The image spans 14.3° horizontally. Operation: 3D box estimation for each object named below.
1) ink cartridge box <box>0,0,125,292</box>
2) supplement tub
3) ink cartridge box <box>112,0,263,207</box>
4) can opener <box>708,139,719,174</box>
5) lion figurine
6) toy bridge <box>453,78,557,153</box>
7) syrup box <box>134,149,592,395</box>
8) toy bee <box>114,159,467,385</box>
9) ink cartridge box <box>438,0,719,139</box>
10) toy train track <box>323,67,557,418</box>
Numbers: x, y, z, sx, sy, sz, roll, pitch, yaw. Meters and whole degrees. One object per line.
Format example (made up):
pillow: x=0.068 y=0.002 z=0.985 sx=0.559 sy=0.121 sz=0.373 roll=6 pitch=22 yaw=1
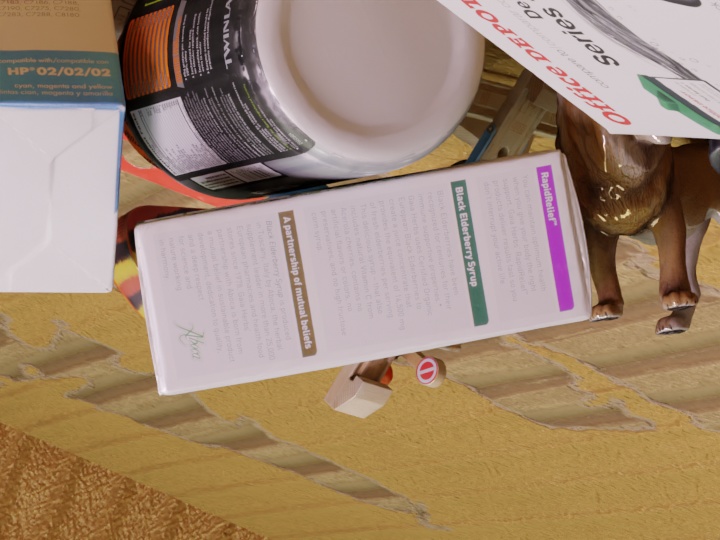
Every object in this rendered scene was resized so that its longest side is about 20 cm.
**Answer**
ink cartridge box: x=-0.156 y=-0.097 z=1.397 sx=0.067 sy=0.201 sz=0.116 roll=0 pitch=131 yaw=-11
supplement tub: x=-0.037 y=-0.098 z=1.339 sx=0.122 sy=0.123 sz=0.200 roll=27 pitch=166 yaw=-22
ink cartridge box: x=-0.124 y=-0.088 z=1.566 sx=0.161 sy=0.050 sz=0.200 roll=21 pitch=148 yaw=3
can opener: x=0.250 y=-0.022 z=1.344 sx=0.199 sy=0.079 sz=0.063 roll=19 pitch=153 yaw=-25
lion figurine: x=0.148 y=-0.036 z=1.383 sx=0.072 sy=0.123 sz=0.200 roll=-10 pitch=169 yaw=21
toy bridge: x=0.062 y=-0.077 z=1.474 sx=0.199 sy=0.027 sz=0.067 roll=6 pitch=159 yaw=48
syrup box: x=0.000 y=0.000 z=1.310 sx=0.199 sy=0.082 sz=0.079 roll=-9 pitch=-177 yaw=-4
toy bee: x=-0.023 y=0.009 z=1.435 sx=0.199 sy=0.109 sz=0.131 roll=-12 pitch=172 yaw=-6
ink cartridge box: x=0.139 y=-0.113 z=1.093 sx=0.199 sy=0.085 sz=0.146 roll=5 pitch=159 yaw=47
toy train track: x=0.048 y=-0.011 z=1.390 sx=0.114 sy=0.201 sz=0.033 roll=19 pitch=-164 yaw=-47
